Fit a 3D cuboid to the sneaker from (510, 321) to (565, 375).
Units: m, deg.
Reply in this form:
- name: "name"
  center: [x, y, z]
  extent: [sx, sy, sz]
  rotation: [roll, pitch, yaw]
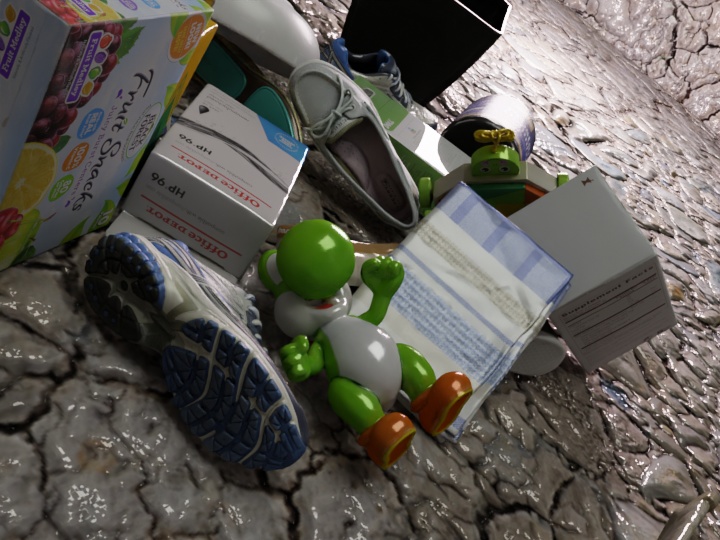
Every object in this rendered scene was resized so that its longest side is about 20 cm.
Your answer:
- name: "sneaker"
  center: [0.109, 0.034, 0.835]
  extent: [0.200, 0.071, 0.099]
  rotation: [23, 29, -30]

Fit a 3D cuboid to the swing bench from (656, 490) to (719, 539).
- name: "swing bench"
  center: [0.248, 0.290, 0.576]
  extent: [0.200, 0.130, 0.199]
  rotation: [45, 31, 22]

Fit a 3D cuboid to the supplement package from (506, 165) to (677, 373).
- name: "supplement package"
  center: [0.239, 0.006, 0.876]
  extent: [0.200, 0.117, 0.117]
  rotation: [43, 19, -55]

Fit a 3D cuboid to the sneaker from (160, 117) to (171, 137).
- name: "sneaker"
  center: [-0.249, -0.191, 0.747]
  extent: [0.080, 0.115, 0.200]
  rotation: [-24, 95, -55]

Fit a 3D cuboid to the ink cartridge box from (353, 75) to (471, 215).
- name: "ink cartridge box"
  center: [0.051, -0.143, 1.014]
  extent: [0.200, 0.059, 0.104]
  rotation: [37, 30, -1]

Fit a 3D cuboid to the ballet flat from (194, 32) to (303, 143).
- name: "ballet flat"
  center: [-0.110, -0.175, 0.889]
  extent: [0.071, 0.071, 0.200]
  rotation: [-10, 55, -52]

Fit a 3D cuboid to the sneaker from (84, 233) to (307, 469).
- name: "sneaker"
  center: [-0.096, 0.045, 0.579]
  extent: [0.200, 0.077, 0.085]
  rotation: [48, 28, 16]

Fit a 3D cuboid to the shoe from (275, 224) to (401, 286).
- name: "shoe"
  center: [0.000, 0.000, 0.781]
  extent: [0.200, 0.070, 0.054]
  rotation: [10, 80, -43]

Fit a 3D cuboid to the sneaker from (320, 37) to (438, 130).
- name: "sneaker"
  center: [0.028, -0.232, 1.086]
  extent: [0.200, 0.085, 0.077]
  rotation: [20, 35, -29]

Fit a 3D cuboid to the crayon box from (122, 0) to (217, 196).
- name: "crayon box"
  center: [-0.196, -0.160, 0.637]
  extent: [0.126, 0.200, 0.052]
  rotation: [34, 30, -6]

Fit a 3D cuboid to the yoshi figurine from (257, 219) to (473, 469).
- name: "yoshi figurine"
  center: [-0.010, 0.039, 0.632]
  extent: [0.200, 0.112, 0.112]
  rotation: [48, 15, 25]

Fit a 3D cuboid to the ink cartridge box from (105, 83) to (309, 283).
- name: "ink cartridge box"
  center: [-0.124, -0.072, 0.725]
  extent: [0.116, 0.068, 0.200]
  rotation: [31, 31, -11]

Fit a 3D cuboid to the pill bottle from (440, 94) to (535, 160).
- name: "pill bottle"
  center: [0.174, -0.173, 1.134]
  extent: [0.112, 0.112, 0.200]
  rotation: [38, 31, 1]

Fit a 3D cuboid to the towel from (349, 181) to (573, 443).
- name: "towel"
  center: [0.082, 0.032, 0.739]
  extent: [0.147, 0.024, 0.200]
  rotation: [41, 68, 4]

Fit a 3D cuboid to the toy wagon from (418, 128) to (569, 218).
- name: "toy wagon"
  center: [0.139, -0.075, 0.884]
  extent: [0.155, 0.200, 0.040]
  rotation: [-1, 64, 9]

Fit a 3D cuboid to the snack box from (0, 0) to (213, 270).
- name: "snack box"
  center: [-0.193, -0.097, 0.556]
  extent: [0.053, 0.200, 0.142]
  rotation: [39, 31, 5]

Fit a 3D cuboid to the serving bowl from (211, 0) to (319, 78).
- name: "serving bowl"
  center: [-0.126, -0.278, 0.921]
  extent: [0.200, 0.066, 0.200]
  rotation: [28, 3, -1]

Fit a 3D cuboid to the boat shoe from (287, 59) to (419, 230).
- name: "boat shoe"
  center: [-0.003, -0.130, 0.877]
  extent: [0.202, 0.074, 0.065]
  rotation: [57, 4, -13]

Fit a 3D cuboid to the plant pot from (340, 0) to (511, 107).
- name: "plant pot"
  center: [0.076, -0.344, 1.197]
  extent: [0.199, 0.178, 0.200]
  rotation: [35, 31, -6]
